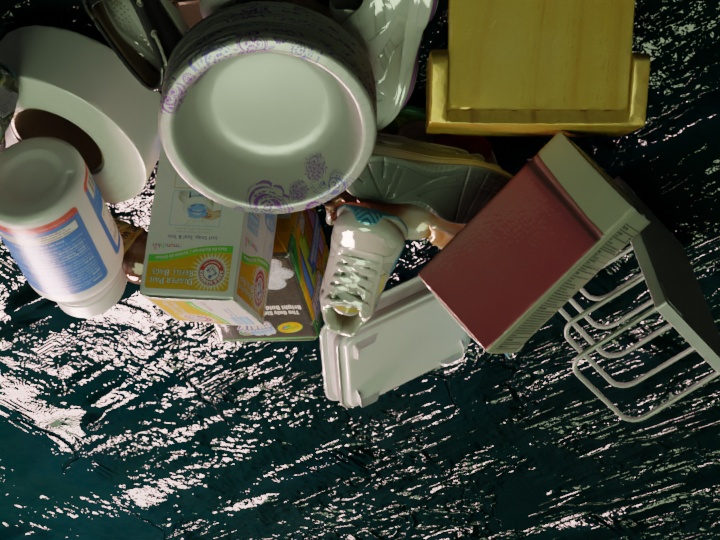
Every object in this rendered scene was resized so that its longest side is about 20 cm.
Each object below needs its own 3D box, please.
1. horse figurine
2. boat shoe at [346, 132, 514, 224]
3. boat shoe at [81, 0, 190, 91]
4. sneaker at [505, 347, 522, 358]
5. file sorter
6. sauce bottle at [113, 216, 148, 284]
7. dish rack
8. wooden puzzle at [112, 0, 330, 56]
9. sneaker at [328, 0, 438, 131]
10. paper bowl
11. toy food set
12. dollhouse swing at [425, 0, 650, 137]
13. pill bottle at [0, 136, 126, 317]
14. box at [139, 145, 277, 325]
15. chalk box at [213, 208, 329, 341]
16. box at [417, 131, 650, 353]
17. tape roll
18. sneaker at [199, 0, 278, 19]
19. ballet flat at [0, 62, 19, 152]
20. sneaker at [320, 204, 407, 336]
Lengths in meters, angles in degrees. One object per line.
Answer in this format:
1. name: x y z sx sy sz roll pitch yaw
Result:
1. horse figurine: 0.061 -0.041 1.486 0.198 0.050 0.133 7 146 8
2. boat shoe: 0.069 -0.098 1.402 0.200 0.065 0.075 7 130 -23
3. boat shoe: -0.230 -0.257 1.299 0.074 0.060 0.201 -20 110 41
4. sneaker: 0.178 0.036 1.612 0.080 0.077 0.200 -31 156 -8
5. file sorter: 0.281 0.033 1.469 0.124 0.201 0.139 -34 127 22
6. sauce bottle: -0.269 -0.024 1.591 0.199 0.065 0.065 19 145 20
7. dish rack: 0.051 0.083 1.640 0.199 0.044 0.172 -25 143 -17
8. wooden puzzle: -0.125 -0.231 1.381 0.199 0.037 0.185 21 140 -21
9. sneaker: 0.012 -0.223 1.329 0.099 0.075 0.201 8 133 -8
10. paper bowl: -0.084 -0.158 1.294 0.199 0.105 0.202 0 132 0
11. toy food set: 0.053 -0.103 1.488 0.196 0.049 0.201 -8 138 20
12. dollhouse swing: 0.162 -0.220 1.319 0.198 0.178 0.182 0 -179 1
13. pill bottle: -0.313 -0.037 1.462 0.111 0.113 0.201 1 145 11
14. box: -0.149 -0.053 1.432 0.100 0.202 0.113 3 164 13
15. chalk box: -0.108 -0.001 1.590 0.124 0.125 0.201 -1 142 11
16. box: 0.173 -0.023 1.382 0.200 0.109 0.128 -45 165 11
17. tape roll: -0.299 -0.158 1.440 0.201 0.071 0.203 17 151 10
18. sneaker: -0.079 -0.301 1.256 0.199 0.082 0.074 -33 167 29
19. ballet flat: -0.389 -0.137 1.394 0.072 0.073 0.200 20 152 -13
20. sneaker: 0.000 0.000 1.435 0.076 0.081 0.200 14 154 3
